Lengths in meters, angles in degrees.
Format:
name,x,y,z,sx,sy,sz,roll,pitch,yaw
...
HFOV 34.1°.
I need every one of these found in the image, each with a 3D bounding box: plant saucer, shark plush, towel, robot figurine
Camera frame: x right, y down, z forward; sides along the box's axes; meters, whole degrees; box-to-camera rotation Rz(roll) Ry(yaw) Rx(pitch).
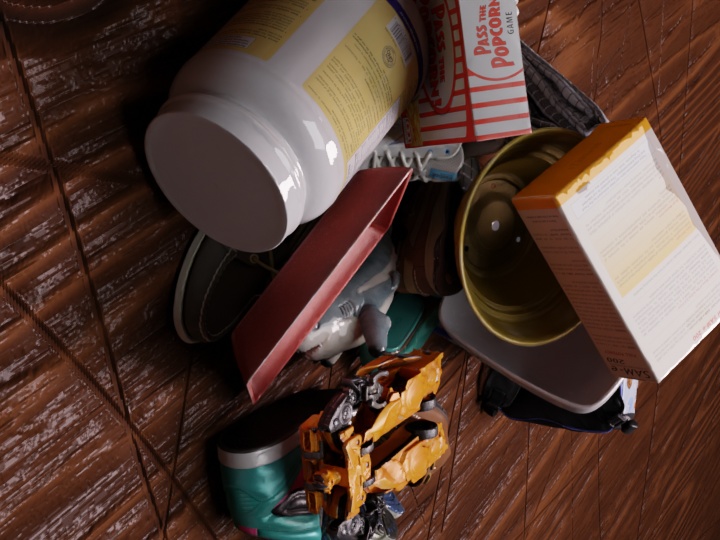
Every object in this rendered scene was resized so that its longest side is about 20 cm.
name,x,y,z,sx,sy,sz,roll,pitch,yaw
plant saucer,-0.039,0.010,0.936,0.201,0.037,0.200,-53,176,-11
shark plush,0.000,0.000,1.086,0.083,0.090,0.202,38,71,-24
towel,0.200,-0.148,1.252,0.085,0.201,0.166,-41,142,4
robot figurine,0.012,0.147,1.020,0.199,0.057,0.148,-24,114,-53

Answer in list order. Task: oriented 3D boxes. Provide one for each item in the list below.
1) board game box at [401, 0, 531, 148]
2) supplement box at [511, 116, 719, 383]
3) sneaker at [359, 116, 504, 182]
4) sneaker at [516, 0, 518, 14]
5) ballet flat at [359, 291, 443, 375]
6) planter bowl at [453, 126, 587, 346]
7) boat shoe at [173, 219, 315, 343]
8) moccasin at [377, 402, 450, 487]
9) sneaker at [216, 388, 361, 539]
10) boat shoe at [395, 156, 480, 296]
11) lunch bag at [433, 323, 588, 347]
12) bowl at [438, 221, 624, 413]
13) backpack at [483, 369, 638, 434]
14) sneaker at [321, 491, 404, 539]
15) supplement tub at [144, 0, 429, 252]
name,x,y,z,sx,sy,sz,roll,pitch,yaw
board game box,0.071,-0.176,0.913,0.046,0.200,0.154,-9,95,-12
supplement box,0.242,-0.018,1.059,0.126,0.073,0.202,-38,106,-20
sneaker,0.045,-0.107,1.041,0.198,0.087,0.076,-25,147,-23
sneaker,0.111,-0.279,1.094,0.201,0.069,0.094,-84,156,-55
ballet flat,0.055,0.039,1.209,0.200,0.067,0.071,-48,164,-39
planter bowl,0.149,-0.037,1.109,0.198,0.083,0.204,-8,105,-30
boat shoe,-0.080,-0.027,0.938,0.203,0.060,0.072,-61,147,-24
moccasin,0.048,0.175,1.226,0.078,0.073,0.202,-56,162,-19
sneaker,-0.048,0.185,1.054,0.199,0.083,0.123,-16,111,-48
boat shoe,0.073,-0.056,1.178,0.076,0.073,0.202,58,35,-35
lunch bag,0.202,0.063,1.317,0.169,0.197,0.126,22,83,-60
bowl,0.200,0.034,1.178,0.201,0.198,0.075,-54,157,-15
backpack,0.267,0.096,1.468,0.153,0.197,0.194,-9,103,-63
sneaker,-0.013,0.234,1.140,0.085,0.078,0.200,-34,176,5
supplement tub,-0.052,-0.126,0.863,0.201,0.144,0.147,-53,143,-34
